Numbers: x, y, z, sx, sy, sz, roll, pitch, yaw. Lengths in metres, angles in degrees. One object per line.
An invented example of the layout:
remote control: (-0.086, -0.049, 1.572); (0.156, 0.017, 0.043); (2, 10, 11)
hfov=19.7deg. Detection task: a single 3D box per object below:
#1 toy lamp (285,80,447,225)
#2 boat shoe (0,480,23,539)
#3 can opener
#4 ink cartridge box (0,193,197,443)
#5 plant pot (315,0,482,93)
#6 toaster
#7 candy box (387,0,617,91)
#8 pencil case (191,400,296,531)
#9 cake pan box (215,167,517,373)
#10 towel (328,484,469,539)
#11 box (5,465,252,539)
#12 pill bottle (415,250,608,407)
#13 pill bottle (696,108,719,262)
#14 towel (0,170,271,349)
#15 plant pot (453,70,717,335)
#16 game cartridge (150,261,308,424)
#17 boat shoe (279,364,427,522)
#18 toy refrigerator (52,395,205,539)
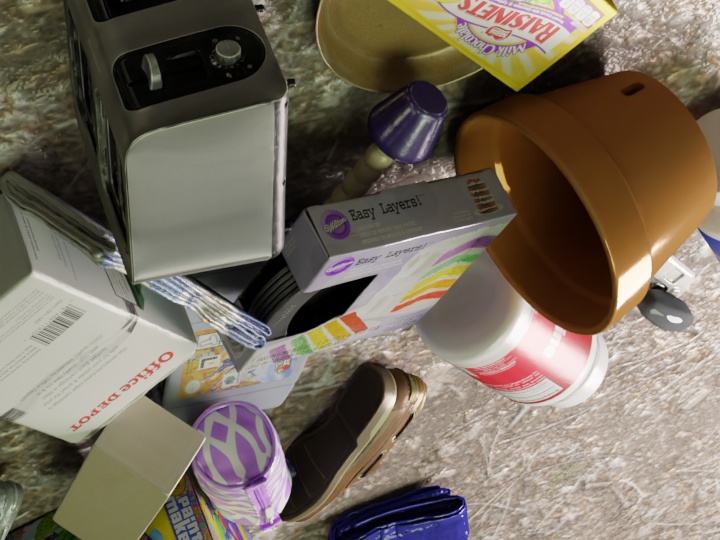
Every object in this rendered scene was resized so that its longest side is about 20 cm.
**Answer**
toy lamp: (0.005, -0.074, 1.605); (0.058, 0.058, 0.200); (0, 148, -32)
boat shoe: (-0.351, 0.258, 1.843); (0.064, 0.075, 0.203); (0, 132, -26)
can opener: (0.252, 0.000, 1.878); (0.053, 0.067, 0.200); (-37, 145, 17)
ink cartridge box: (-0.246, 0.042, 1.601); (0.146, 0.085, 0.200); (-37, 145, 18)
plant pot: (0.057, -0.209, 1.506); (0.199, 0.028, 0.200); (-16, 145, -12)
toaster: (-0.122, -0.108, 1.396); (0.118, 0.181, 0.200); (-12, 144, -13)
candy box: (0.096, -0.201, 1.494); (0.102, 0.026, 0.200); (-36, 145, 21)
pencil case: (-0.105, 0.176, 1.833); (0.084, 0.086, 0.200); (-21, 163, -3)
cake pan box: (0.000, 0.000, 1.635); (0.199, 0.052, 0.184); (-13, 154, -37)
towel: (0.043, 0.296, 2.173); (0.147, 0.050, 0.200); (-14, 146, -4)
box: (-0.201, 0.297, 1.944); (0.192, 0.122, 0.200); (-26, 146, 2)
pill bottle: (0.141, 0.055, 1.841); (0.112, 0.113, 0.200); (-36, 145, 16)
pill bottle: (0.346, -0.061, 1.815); (0.112, 0.112, 0.200); (-32, 145, 10)
towel: (-0.167, -0.006, 1.537); (0.200, 0.147, 0.024); (33, 90, -50)
plant pot: (0.189, -0.068, 1.652); (0.140, 0.200, 0.200); (-31, 150, -20)
game cartridge: (-0.106, 0.060, 1.762); (0.132, 0.042, 0.200); (-7, 143, -18)
boat shoe: (-0.008, 0.171, 1.940); (0.068, 0.072, 0.200); (11, 133, -40)
toy refrigerator: (-0.198, 0.176, 1.763); (0.070, 0.076, 0.200); (-57, -179, -29)
